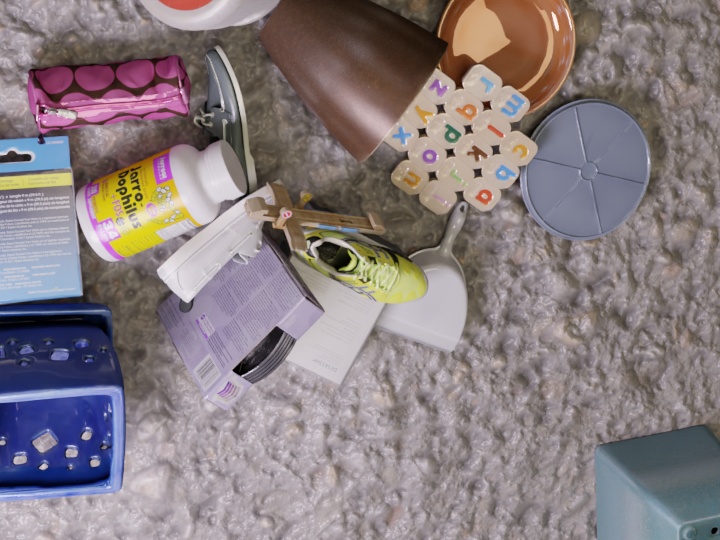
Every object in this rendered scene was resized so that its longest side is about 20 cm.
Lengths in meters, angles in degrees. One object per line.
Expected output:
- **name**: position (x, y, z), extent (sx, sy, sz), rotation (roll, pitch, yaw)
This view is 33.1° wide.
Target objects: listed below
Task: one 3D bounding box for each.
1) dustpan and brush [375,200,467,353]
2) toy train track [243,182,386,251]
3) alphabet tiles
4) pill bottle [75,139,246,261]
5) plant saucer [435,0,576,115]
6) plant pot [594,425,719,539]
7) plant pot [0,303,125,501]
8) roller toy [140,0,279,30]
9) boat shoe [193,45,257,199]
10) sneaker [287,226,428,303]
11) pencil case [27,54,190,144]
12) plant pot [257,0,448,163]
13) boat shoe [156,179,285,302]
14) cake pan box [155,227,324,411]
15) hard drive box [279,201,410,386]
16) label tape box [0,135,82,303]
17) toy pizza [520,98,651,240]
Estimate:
- **dustpan and brush**: position (0.109, 0.000, 1.692), extent (0.139, 0.057, 0.201), rotation (20, 107, -20)
- **toy train track**: position (-0.050, -0.073, 1.512), extent (0.199, 0.115, 0.033), rotation (6, 135, -34)
- **alphabet tiles**: position (0.132, -0.175, 1.631), extent (0.195, 0.015, 0.200), rotation (33, 107, -18)
- **pill bottle**: position (-0.246, -0.092, 1.517), extent (0.199, 0.104, 0.105), rotation (-22, 111, 10)
- **plant saucer**: position (0.191, -0.304, 1.626), extent (0.198, 0.037, 0.202), rotation (-4, 107, -14)
- **plant pot**: position (0.480, 0.374, 1.810), extent (0.194, 0.200, 0.198), rotation (-9, 107, -11)
- **plant pot**: position (-0.397, 0.154, 1.516), extent (0.198, 0.181, 0.201), rotation (-2, 133, -13)
- **roller toy**: position (-0.177, -0.381, 1.432), extent (0.200, 0.140, 0.183), rotation (40, 116, 12)
- **boat shoe**: position (-0.179, -0.184, 1.550), extent (0.061, 0.073, 0.202), rotation (-15, 114, -13)
- **sneaker**: position (0.000, 0.000, 1.564), extent (0.199, 0.076, 0.076), rotation (20, 99, -19)
- **pencil case**: position (-0.307, -0.215, 1.497), extent (0.198, 0.094, 0.092), rotation (-10, 105, -12)
- **plant pot**: position (-0.024, -0.269, 1.520), extent (0.199, 0.187, 0.188), rotation (36, 95, -8)
- **boat shoe**: position (-0.162, -0.037, 1.529), extent (0.200, 0.072, 0.069), rotation (-41, 96, -27)
- **cake pan box**: position (-0.156, 0.053, 1.552), extent (0.184, 0.200, 0.052), rotation (-47, 135, 7)
- **hard drive box**: position (-0.051, 0.030, 1.642), extent (0.155, 0.077, 0.201), rotation (27, 97, -19)
- **label tape box**: position (-0.428, -0.062, 1.522), extent (0.142, 0.066, 0.202), rotation (-5, 90, -12)
- **toy pizza**: position (0.315, -0.142, 1.707), extent (0.198, 0.032, 0.202), rotation (-4, 106, -14)
